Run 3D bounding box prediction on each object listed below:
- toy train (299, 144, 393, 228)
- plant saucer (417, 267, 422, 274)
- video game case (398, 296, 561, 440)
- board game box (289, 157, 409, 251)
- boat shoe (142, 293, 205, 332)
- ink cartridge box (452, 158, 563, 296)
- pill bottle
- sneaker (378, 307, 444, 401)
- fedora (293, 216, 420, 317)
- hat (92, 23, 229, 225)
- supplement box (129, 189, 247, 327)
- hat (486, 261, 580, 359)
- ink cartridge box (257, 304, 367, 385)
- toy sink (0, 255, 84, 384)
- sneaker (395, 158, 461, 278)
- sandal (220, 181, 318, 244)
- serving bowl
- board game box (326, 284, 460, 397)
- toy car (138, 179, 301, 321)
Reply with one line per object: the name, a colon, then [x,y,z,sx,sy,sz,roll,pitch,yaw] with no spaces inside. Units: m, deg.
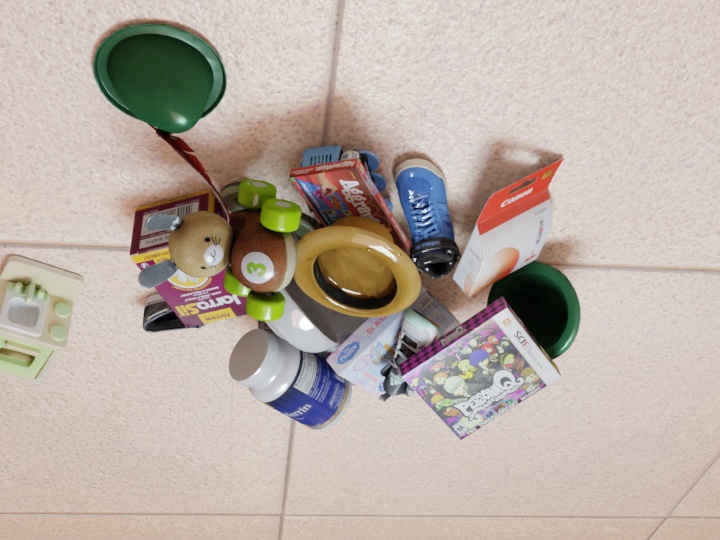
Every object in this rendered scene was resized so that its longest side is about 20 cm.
toy train: [-0.019,-0.104,1.412,0.113,0.087,0.200,-3,146,13]
plant saucer: [0.000,0.000,1.522,0.199,0.032,0.200,-5,171,-1]
video game case: [0.190,0.159,1.501,0.199,0.036,0.181,-34,121,12]
board game box: [-0.012,-0.083,1.347,0.102,0.020,0.200,-8,144,23]
boat shoe: [-0.275,0.067,1.609,0.199,0.068,0.072,-8,133,7]
ink cartridge box: [0.236,-0.063,1.444,0.162,0.050,0.200,-27,155,-31]
pill bottle: [-0.118,0.181,1.595,0.115,0.116,0.200,-30,133,29]
sneaker: [0.074,0.152,1.536,0.140,0.078,0.200,-47,151,-11]
fedora: [-0.002,-0.015,1.357,0.199,0.082,0.201,8,142,6]
hat: [-0.249,-0.190,1.207,0.199,0.177,0.166,8,140,-14]
supplement box: [-0.256,-0.015,1.486,0.130,0.104,0.200,-14,141,12]
hat: [0.326,0.064,1.635,0.199,0.167,0.176,7,-173,40]
ink cartridge box: [-0.070,0.134,1.699,0.199,0.084,0.176,-6,142,3]
toy sink: [-0.559,0.089,1.586,0.130,0.113,0.200,20,136,-27]
sneaker: [0.103,-0.070,1.437,0.076,0.112,0.200,-11,140,9]
sandal: [-0.139,-0.064,1.469,0.080,0.058,0.201,-32,133,31]
serving bowl: [-0.120,0.055,1.495,0.066,0.200,0.200,-38,135,4]
board game box: [0.061,0.119,1.616,0.199,0.041,0.200,-44,150,3]
toy car: [-0.202,-0.029,1.303,0.199,0.158,0.165,-1,114,-32]
